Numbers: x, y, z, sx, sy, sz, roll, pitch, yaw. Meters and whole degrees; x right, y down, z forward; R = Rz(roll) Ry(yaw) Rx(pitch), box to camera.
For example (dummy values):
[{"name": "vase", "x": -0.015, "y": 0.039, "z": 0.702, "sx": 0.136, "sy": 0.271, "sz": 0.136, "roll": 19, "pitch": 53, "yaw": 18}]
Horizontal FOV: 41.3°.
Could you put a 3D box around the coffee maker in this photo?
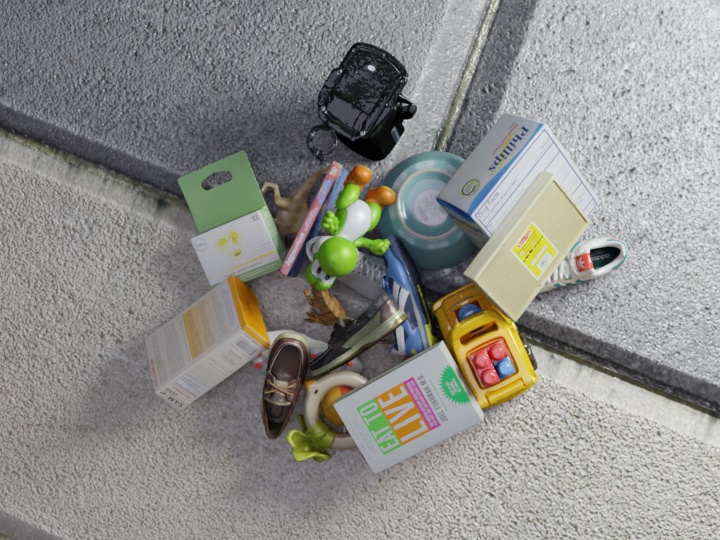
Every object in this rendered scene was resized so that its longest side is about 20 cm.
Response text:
[{"name": "coffee maker", "x": -0.006, "y": -0.253, "z": 1.550, "sx": 0.191, "sy": 0.200, "sz": 0.136, "roll": -34, "pitch": 82, "yaw": 2}]

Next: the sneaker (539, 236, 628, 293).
[{"name": "sneaker", "x": 0.340, "y": -0.013, "z": 1.551, "sx": 0.197, "sy": 0.093, "sz": 0.071, "roll": -15, "pitch": 86, "yaw": 6}]

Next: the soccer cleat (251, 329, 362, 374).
[{"name": "soccer cleat", "x": -0.092, "y": 0.136, "z": 1.615, "sx": 0.197, "sy": 0.078, "sz": 0.070, "roll": 10, "pitch": 125, "yaw": -6}]

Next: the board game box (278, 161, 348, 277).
[{"name": "board game box", "x": -0.077, "y": -0.083, "z": 1.600, "sx": 0.019, "sy": 0.103, "sz": 0.202, "roll": 27, "pitch": 91, "yaw": 4}]

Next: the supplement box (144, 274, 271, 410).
[{"name": "supplement box", "x": -0.256, "y": 0.120, "z": 1.590, "sx": 0.199, "sy": 0.074, "sz": 0.127, "roll": -35, "pitch": 46, "yaw": 12}]

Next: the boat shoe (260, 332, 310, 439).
[{"name": "boat shoe", "x": -0.127, "y": 0.193, "z": 1.562, "sx": 0.071, "sy": 0.072, "sz": 0.202, "roll": 13, "pitch": 124, "yaw": -9}]

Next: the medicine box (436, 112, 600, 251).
[{"name": "medicine box", "x": 0.250, "y": -0.110, "z": 1.500, "sx": 0.183, "sy": 0.103, "sz": 0.200, "roll": -50, "pitch": 125, "yaw": -5}]

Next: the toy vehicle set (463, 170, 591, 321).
[{"name": "toy vehicle set", "x": 0.257, "y": -0.035, "z": 1.453, "sx": 0.201, "sy": 0.026, "sz": 0.124, "roll": -51, "pitch": 126, "yaw": -5}]

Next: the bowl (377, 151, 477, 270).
[{"name": "bowl", "x": 0.119, "y": -0.105, "z": 1.577, "sx": 0.197, "sy": 0.105, "sz": 0.204, "roll": 0, "pitch": 87, "yaw": 7}]

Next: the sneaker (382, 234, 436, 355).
[{"name": "sneaker", "x": 0.060, "y": 0.044, "z": 1.535, "sx": 0.081, "sy": 0.074, "sz": 0.203, "roll": -16, "pitch": 89, "yaw": 18}]

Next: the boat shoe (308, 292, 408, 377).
[{"name": "boat shoe", "x": -0.012, "y": 0.101, "z": 1.517, "sx": 0.200, "sy": 0.072, "sz": 0.067, "roll": -35, "pitch": 83, "yaw": 31}]

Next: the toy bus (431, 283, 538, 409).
[{"name": "toy bus", "x": 0.194, "y": 0.118, "z": 1.516, "sx": 0.134, "sy": 0.192, "sz": 0.202, "roll": -25, "pitch": 83, "yaw": 7}]

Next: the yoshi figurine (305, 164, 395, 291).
[{"name": "yoshi figurine", "x": -0.015, "y": -0.060, "z": 1.481, "sx": 0.111, "sy": 0.112, "sz": 0.202, "roll": 21, "pitch": 69, "yaw": 19}]

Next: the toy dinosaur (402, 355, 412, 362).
[{"name": "toy dinosaur", "x": 0.087, "y": 0.172, "z": 1.603, "sx": 0.105, "sy": 0.060, "sz": 0.203, "roll": 23, "pitch": 97, "yaw": 29}]

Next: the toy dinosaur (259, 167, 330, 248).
[{"name": "toy dinosaur", "x": -0.125, "y": -0.112, "z": 1.635, "sx": 0.100, "sy": 0.058, "sz": 0.202, "roll": 28, "pitch": 105, "yaw": -2}]

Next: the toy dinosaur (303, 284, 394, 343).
[{"name": "toy dinosaur", "x": -0.042, "y": 0.076, "z": 1.595, "sx": 0.200, "sy": 0.106, "sz": 0.061, "roll": 46, "pitch": 71, "yaw": -34}]

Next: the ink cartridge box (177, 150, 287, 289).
[{"name": "ink cartridge box", "x": -0.222, "y": -0.080, "z": 1.610, "sx": 0.144, "sy": 0.048, "sz": 0.202, "roll": -19, "pitch": 101, "yaw": 20}]

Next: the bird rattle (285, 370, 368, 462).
[{"name": "bird rattle", "x": -0.023, "y": 0.247, "z": 1.567, "sx": 0.197, "sy": 0.113, "sz": 0.166, "roll": -5, "pitch": 97, "yaw": 9}]

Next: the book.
[{"name": "book", "x": 0.075, "y": 0.216, "z": 1.489, "sx": 0.198, "sy": 0.048, "sz": 0.135, "roll": -31, "pitch": 90, "yaw": 18}]

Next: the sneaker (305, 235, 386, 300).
[{"name": "sneaker", "x": 0.000, "y": 0.000, "z": 1.581, "sx": 0.197, "sy": 0.116, "sz": 0.075, "roll": 19, "pitch": 86, "yaw": 6}]
